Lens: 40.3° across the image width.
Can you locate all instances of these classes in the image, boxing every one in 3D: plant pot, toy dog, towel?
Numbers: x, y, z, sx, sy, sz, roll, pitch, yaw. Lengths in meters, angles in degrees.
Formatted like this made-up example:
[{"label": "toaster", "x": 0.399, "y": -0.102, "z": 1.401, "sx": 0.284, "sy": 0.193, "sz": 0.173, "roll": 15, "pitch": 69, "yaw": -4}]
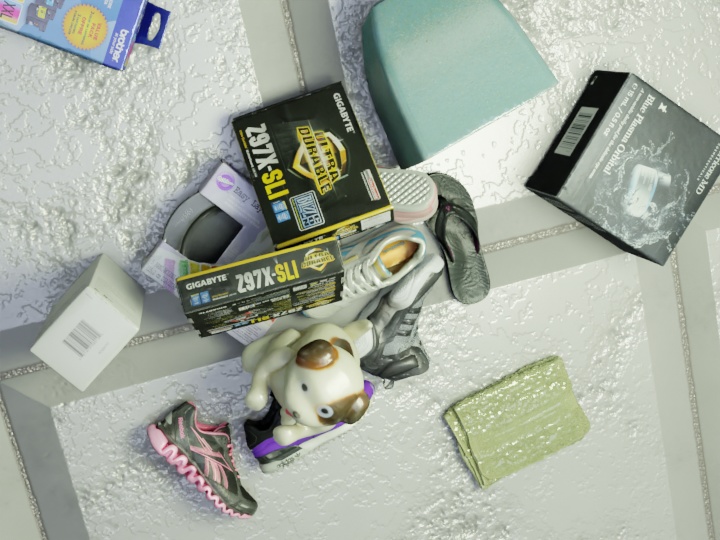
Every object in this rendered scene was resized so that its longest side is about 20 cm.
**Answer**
[{"label": "plant pot", "x": 0.102, "y": -0.268, "z": 1.263, "sx": 0.196, "sy": 0.196, "sz": 0.201, "roll": -30, "pitch": 96, "yaw": -4}, {"label": "toy dog", "x": -0.051, "y": 0.143, "z": 1.251, "sx": 0.193, "sy": 0.200, "sz": 0.140, "roll": -25, "pitch": 98, "yaw": -7}, {"label": "towel", "x": 0.235, "y": 0.224, "z": 1.467, "sx": 0.199, "sy": 0.036, "sz": 0.149, "roll": -26, "pitch": 105, "yaw": -4}]

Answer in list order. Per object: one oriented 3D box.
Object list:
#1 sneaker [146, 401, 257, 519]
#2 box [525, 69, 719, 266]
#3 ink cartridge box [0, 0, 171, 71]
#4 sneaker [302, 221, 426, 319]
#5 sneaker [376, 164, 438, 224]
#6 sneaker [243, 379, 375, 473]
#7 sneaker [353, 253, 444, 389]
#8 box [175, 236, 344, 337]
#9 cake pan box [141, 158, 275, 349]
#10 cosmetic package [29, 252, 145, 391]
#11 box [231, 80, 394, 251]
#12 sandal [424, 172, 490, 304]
[{"label": "sneaker", "x": -0.203, "y": 0.263, "z": 1.373, "sx": 0.095, "sy": 0.079, "sz": 0.200, "roll": -46, "pitch": 108, "yaw": -11}, {"label": "box", "x": 0.377, "y": -0.145, "z": 1.377, "sx": 0.199, "sy": 0.117, "sz": 0.197, "roll": 29, "pitch": 95, "yaw": -17}, {"label": "ink cartridge box", "x": -0.338, "y": -0.334, "z": 1.216, "sx": 0.199, "sy": 0.076, "sz": 0.137, "roll": 18, "pitch": 98, "yaw": -16}, {"label": "sneaker", "x": 0.000, "y": 0.000, "z": 1.350, "sx": 0.199, "sy": 0.081, "sz": 0.077, "roll": -35, "pitch": 108, "yaw": -1}, {"label": "sneaker", "x": 0.014, "y": -0.109, "z": 1.338, "sx": 0.199, "sy": 0.105, "sz": 0.076, "roll": 13, "pitch": 84, "yaw": 16}, {"label": "sneaker", "x": -0.076, "y": 0.196, "z": 1.381, "sx": 0.199, "sy": 0.070, "sz": 0.100, "roll": -32, "pitch": 103, "yaw": -4}, {"label": "sneaker", "x": 0.069, "y": 0.076, "z": 1.385, "sx": 0.114, "sy": 0.076, "sz": 0.200, "roll": 40, "pitch": 98, "yaw": -17}, {"label": "box", "x": -0.120, "y": 0.024, "z": 1.229, "sx": 0.199, "sy": 0.160, "sz": 0.050, "roll": -15, "pitch": 78, "yaw": -5}, {"label": "cake pan box", "x": -0.171, "y": -0.023, "z": 1.327, "sx": 0.200, "sy": 0.052, "sz": 0.185, "roll": 39, "pitch": 90, "yaw": -16}, {"label": "cosmetic package", "x": -0.337, "y": 0.059, "z": 1.232, "sx": 0.085, "sy": 0.200, "sz": 0.108, "roll": 42, "pitch": 94, "yaw": -15}, {"label": "box", "x": -0.063, "y": -0.131, "z": 1.269, "sx": 0.159, "sy": 0.049, "sz": 0.201, "roll": -20, "pitch": 68, "yaw": -2}, {"label": "sandal", "x": 0.141, "y": -0.046, "z": 1.385, "sx": 0.075, "sy": 0.048, "sz": 0.202, "roll": -24, "pitch": 106, "yaw": -6}]
